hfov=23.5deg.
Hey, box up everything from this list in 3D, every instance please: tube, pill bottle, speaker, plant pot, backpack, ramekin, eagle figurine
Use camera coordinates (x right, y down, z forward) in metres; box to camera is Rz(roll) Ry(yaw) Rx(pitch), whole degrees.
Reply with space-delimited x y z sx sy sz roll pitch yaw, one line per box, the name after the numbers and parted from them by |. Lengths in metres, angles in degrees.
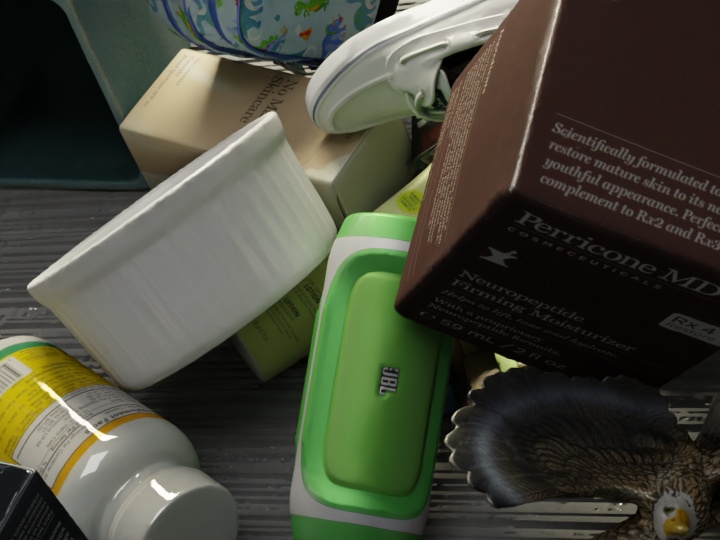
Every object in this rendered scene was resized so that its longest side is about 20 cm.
0.000 0.000 1.188 0.200 0.058 0.052 -33 24 -12 | tube
-0.173 0.129 1.103 0.200 0.113 0.113 27 65 37 | pill bottle
0.010 0.070 1.052 0.088 0.088 0.201 5 80 25 | speaker
-0.243 -0.203 1.370 0.195 0.197 0.200 2 46 23 | plant pot
-0.060 -0.222 1.264 0.199 0.164 0.154 4 24 -29 | backpack
-0.111 -0.009 1.142 0.200 0.098 0.200 -35 9 6 | ramekin
0.149 0.131 0.947 0.199 0.151 0.152 -7 60 7 | eagle figurine

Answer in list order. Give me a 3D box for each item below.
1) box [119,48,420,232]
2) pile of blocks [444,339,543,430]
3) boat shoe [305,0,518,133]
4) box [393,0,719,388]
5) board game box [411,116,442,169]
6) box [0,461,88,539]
-0.067 -0.090 1.271 0.200 0.078 0.095 15 57 31 | box
0.056 0.055 1.111 0.199 0.062 0.082 0 51 22 | pile of blocks
0.050 -0.134 1.141 0.200 0.074 0.066 -29 54 26 | boat shoe
0.138 -0.050 0.962 0.165 0.200 0.165 20 67 -9 | box
0.104 -0.155 1.191 0.200 0.023 0.105 -31 44 46 | board game box
-0.230 0.197 1.007 0.148 0.200 0.107 9 54 26 | box
